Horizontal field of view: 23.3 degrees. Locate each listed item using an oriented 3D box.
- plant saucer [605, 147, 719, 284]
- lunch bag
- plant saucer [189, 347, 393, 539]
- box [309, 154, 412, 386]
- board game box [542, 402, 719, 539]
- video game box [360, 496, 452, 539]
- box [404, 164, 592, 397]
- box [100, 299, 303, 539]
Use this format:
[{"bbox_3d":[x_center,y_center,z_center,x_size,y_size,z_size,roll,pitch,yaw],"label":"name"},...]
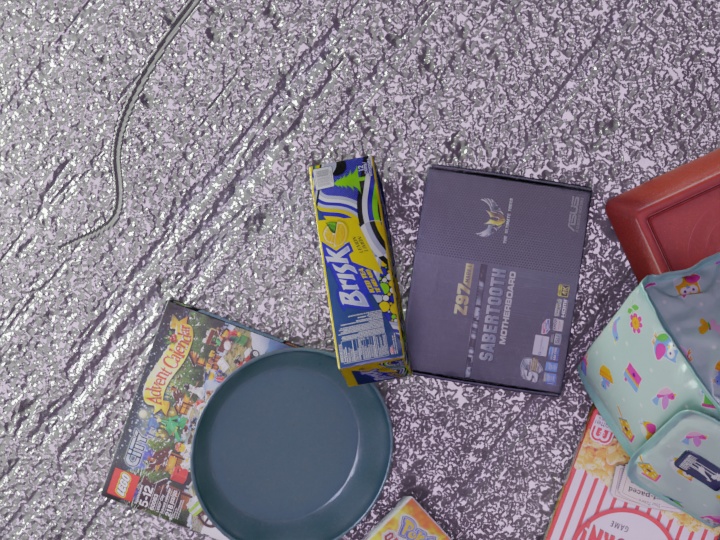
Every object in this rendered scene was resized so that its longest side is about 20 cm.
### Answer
[{"bbox_3d":[0.359,-0.015,1.631,0.199,0.037,0.201,-25,90,5],"label":"plant saucer"},{"bbox_3d":[0.299,0.116,1.536,0.121,0.171,0.201,-16,67,-24],"label":"lunch bag"},{"bbox_3d":[-0.068,0.167,1.644,0.199,0.036,0.201,-3,100,-18],"label":"plant saucer"},{"bbox_3d":[0.000,0.000,1.618,0.064,0.070,0.201,-10,71,5],"label":"box"},{"bbox_3d":[0.255,0.246,1.640,0.151,0.046,0.201,20,93,4],"label":"board game box"},{"bbox_3d":[0.048,0.346,1.633,0.182,0.047,0.200,-43,90,-13],"label":"video game box"},{"bbox_3d":[0.127,0.009,1.644,0.157,0.051,0.201,9,92,6],"label":"box"},{"bbox_3d":[-0.152,0.145,1.678,0.136,0.038,0.201,19,93,4],"label":"box"}]
